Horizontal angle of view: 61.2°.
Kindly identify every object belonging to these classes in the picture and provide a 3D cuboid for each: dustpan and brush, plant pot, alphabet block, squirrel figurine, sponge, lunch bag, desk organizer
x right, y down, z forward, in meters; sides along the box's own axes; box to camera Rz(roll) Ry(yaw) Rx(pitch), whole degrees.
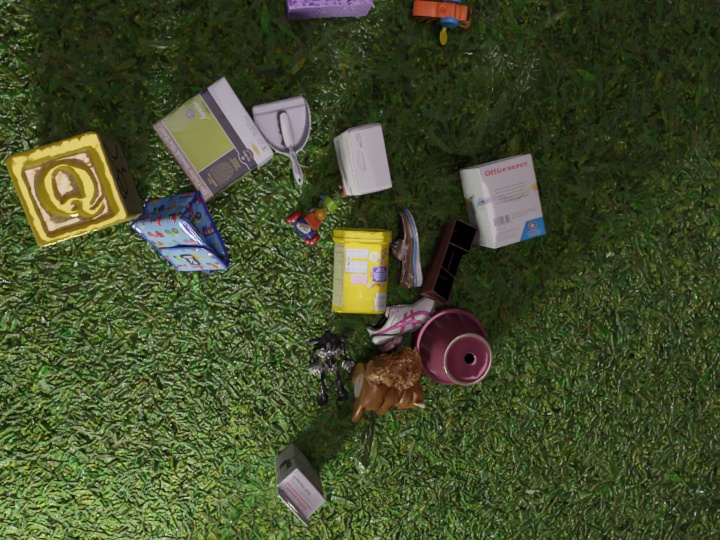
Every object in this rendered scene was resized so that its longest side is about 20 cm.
[{"bbox_3d":[-0.171,-0.306,1.459,0.137,0.057,0.204,-16,104,-15],"label":"dustpan and brush"},{"bbox_3d":[0.242,0.202,1.538,0.196,0.179,0.204,-1,97,-9],"label":"plant pot"},{"bbox_3d":[-0.610,-0.177,1.327,0.193,0.200,0.198,-20,99,-7],"label":"alphabet block"},{"bbox_3d":[0.088,0.286,1.522,0.184,0.143,0.201,16,127,-18],"label":"squirrel figurine"},{"bbox_3d":[-0.075,-0.615,1.417,0.196,0.112,0.030,-8,100,-9],"label":"sponge"},{"bbox_3d":[-0.395,-0.070,1.395,0.148,0.095,0.201,-5,135,25],"label":"lunch bag"},{"bbox_3d":[0.224,-0.023,1.534,0.071,0.077,0.203,22,77,-12],"label":"desk organizer"}]

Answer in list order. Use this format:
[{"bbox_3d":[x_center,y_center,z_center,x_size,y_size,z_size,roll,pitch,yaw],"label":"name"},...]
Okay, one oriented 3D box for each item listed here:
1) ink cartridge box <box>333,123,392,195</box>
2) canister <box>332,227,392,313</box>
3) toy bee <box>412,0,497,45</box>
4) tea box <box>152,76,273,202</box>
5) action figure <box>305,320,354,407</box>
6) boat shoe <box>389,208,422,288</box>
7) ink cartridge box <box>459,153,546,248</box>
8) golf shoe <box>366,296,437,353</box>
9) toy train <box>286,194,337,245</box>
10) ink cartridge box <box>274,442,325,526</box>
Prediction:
[{"bbox_3d":[0.002,-0.256,1.428,0.083,0.200,0.148,-13,99,-8],"label":"ink cartridge box"},{"bbox_3d":[0.000,0.000,1.515,0.146,0.087,0.204,2,98,-5],"label":"canister"},{"bbox_3d":[0.228,-0.615,1.489,0.198,0.109,0.132,29,100,13],"label":"toy bee"},{"bbox_3d":[-0.332,-0.293,1.397,0.195,0.134,0.202,-34,101,-5],"label":"tea box"},{"bbox_3d":[-0.073,0.235,1.525,0.117,0.102,0.204,-6,101,-8],"label":"action figure"},{"bbox_3d":[0.110,-0.052,1.537,0.071,0.072,0.204,-11,98,-7],"label":"boat shoe"},{"bbox_3d":[0.353,-0.176,1.529,0.145,0.145,0.204,-14,99,-9],"label":"ink cartridge box"},{"bbox_3d":[0.107,0.120,1.557,0.199,0.073,0.093,-38,102,-4],"label":"golf shoe"},{"bbox_3d":[-0.100,-0.127,1.428,0.116,0.200,0.085,-43,102,-7],"label":"toy train"},{"bbox_3d":[-0.149,0.521,1.493,0.067,0.200,0.118,-40,102,-3],"label":"ink cartridge box"}]
